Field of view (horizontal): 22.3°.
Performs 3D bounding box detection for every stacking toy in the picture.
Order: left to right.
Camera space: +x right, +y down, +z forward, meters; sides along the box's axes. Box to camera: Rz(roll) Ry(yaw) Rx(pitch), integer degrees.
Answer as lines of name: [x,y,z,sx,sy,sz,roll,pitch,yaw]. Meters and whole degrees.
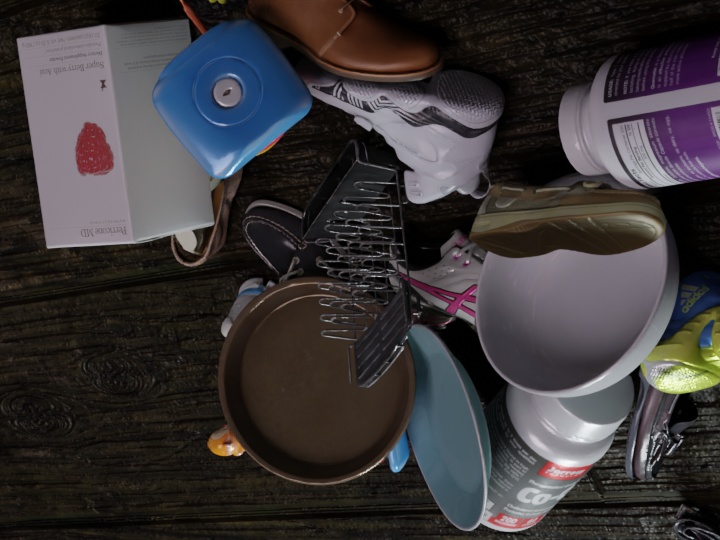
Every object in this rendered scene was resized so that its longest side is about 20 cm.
stacking toy: [-0.106,-0.143,1.656,0.110,0.116,0.200,51,180,7]
stacking toy: [-0.057,0.152,1.834,0.198,0.116,0.111,-11,103,1]

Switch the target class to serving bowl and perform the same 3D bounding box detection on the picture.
serving bowl: [0.196,0.018,1.579,0.199,0.202,0.066,-11,155,41]

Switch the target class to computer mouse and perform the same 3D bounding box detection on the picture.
computer mouse: [0.379,0.220,1.703,0.138,0.053,0.201,30,148,12]

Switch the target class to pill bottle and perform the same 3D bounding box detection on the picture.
pill bottle: [0.172,0.155,1.740,0.114,0.114,0.200,37,138,3]
pill bottle: [0.260,-0.126,1.440,0.199,0.113,0.113,-7,121,40]

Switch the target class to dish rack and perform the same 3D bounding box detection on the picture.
dish rack: [0.000,0.000,1.673,0.054,0.201,0.154,5,151,-20]

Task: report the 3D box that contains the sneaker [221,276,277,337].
sneaker: [-0.070,0.106,1.893,0.200,0.087,0.075,44,136,-7]

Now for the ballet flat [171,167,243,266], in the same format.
ballet flat: [-0.156,-0.080,1.807,0.068,0.067,0.201,23,135,17]

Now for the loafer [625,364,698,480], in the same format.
loafer: [0.284,0.121,1.669,0.063,0.072,0.201,16,130,17]

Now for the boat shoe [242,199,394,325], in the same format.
boat shoe: [-0.044,0.011,1.810,0.200,0.060,0.074,42,139,-3]

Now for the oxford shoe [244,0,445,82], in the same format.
oxford shoe: [-0.017,-0.218,1.591,0.199,0.071,0.072,22,132,20]

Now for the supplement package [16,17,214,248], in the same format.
supplement package: [-0.230,-0.130,1.725,0.121,0.119,0.202,-3,98,36]

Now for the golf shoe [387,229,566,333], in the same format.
golf shoe: [0.109,0.009,1.692,0.199,0.073,0.093,4,126,33]

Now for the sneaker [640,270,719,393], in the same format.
sneaker: [0.332,0.036,1.559,0.198,0.106,0.076,-10,145,4]

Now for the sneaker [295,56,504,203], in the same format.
sneaker: [0.032,-0.127,1.627,0.199,0.075,0.116,15,130,21]

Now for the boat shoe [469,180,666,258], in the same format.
boat shoe: [0.175,-0.052,1.537,0.073,0.064,0.200,29,159,-32]

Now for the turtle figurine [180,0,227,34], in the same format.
turtle figurine: [-0.109,-0.306,1.582,0.160,0.064,0.201,-10,105,29]

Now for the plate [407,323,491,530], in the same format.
plate: [0.084,0.145,1.724,0.200,0.025,0.202,166,90,-73]

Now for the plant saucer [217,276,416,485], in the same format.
plant saucer: [-0.041,0.106,1.770,0.198,0.029,0.202,1,92,13]
